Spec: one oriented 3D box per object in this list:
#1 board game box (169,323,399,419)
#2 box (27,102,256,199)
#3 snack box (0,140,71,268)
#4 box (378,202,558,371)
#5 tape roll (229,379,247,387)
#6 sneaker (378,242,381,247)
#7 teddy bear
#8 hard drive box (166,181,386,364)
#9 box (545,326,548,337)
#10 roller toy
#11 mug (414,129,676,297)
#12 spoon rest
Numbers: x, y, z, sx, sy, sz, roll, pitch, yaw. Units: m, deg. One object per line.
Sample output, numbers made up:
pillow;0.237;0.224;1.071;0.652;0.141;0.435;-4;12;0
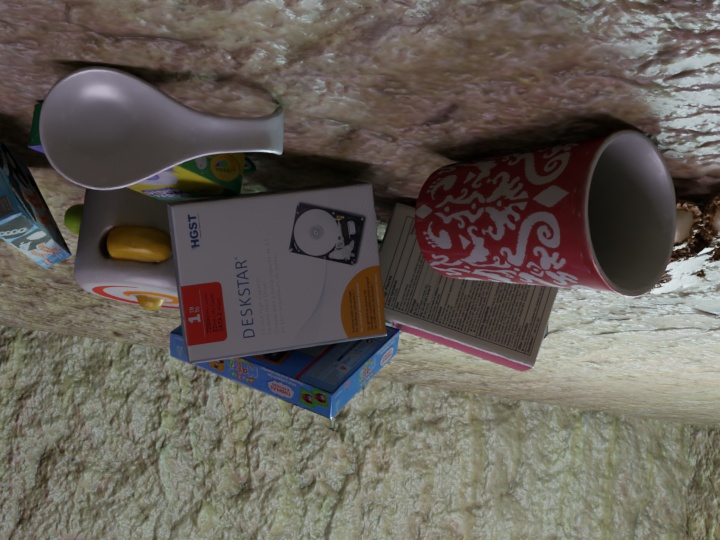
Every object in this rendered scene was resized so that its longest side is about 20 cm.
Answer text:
board game box;-0.080;0.078;1.111;0.199;0.037;0.151;19;-149;23
box;-0.200;-0.110;0.984;0.117;0.049;0.200;-1;168;34
snack box;-0.362;-0.077;1.067;0.037;0.117;0.200;-27;172;-7
box;0.113;0.022;1.155;0.199;0.129;0.109;19;174;5
tape roll;-0.128;0.044;1.305;0.199;0.201;0.066;-1;-168;34
sneaker;0.000;0.000;1.326;0.076;0.084;0.200;3;168;19
teddy bear;0.321;-0.036;1.033;0.144;0.067;0.200;-17;161;16
hard drive box;-0.084;-0.001;1.030;0.199;0.157;0.077;-8;-172;-13
box;0.201;0.042;1.351;0.060;0.117;0.200;4;168;0
roller toy;-0.232;-0.024;1.190;0.182;0.141;0.200;14;166;-37
mug;0.166;-0.034;0.915;0.199;0.134;0.177;0;146;47
spoon rest;-0.161;-0.116;0.843;0.199;0.100;0.061;-1;-169;-7
